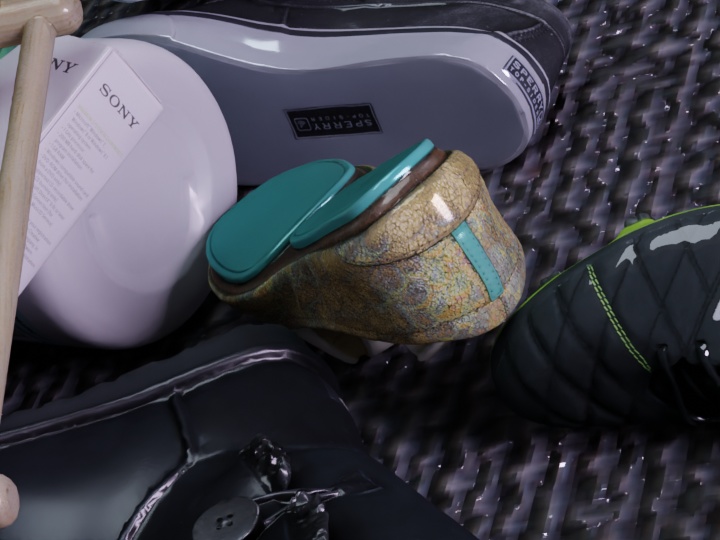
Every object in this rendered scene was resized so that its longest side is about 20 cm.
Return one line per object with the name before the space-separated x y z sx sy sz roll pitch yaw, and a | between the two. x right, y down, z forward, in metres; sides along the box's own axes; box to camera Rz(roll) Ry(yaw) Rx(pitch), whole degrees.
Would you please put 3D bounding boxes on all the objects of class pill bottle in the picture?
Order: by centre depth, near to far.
pill bottle | -0.152 -0.032 0.900 0.200 0.111 0.111 5 45 38

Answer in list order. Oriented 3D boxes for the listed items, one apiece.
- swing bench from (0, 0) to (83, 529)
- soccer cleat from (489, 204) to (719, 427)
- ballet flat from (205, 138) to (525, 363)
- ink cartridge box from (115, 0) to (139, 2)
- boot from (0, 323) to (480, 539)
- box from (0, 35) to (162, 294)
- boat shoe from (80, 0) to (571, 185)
swing bench | -0.202 -0.009 0.687 0.200 0.130 0.199 -22 44 25
soccer cleat | 0.131 0.018 0.683 0.200 0.068 0.081 -16 48 16
ballet flat | 0.000 0.000 0.783 0.071 0.071 0.200 -37 9 -16
ink cartridge box | -0.060 -0.126 0.974 0.200 0.047 0.160 -18 -1 41
boot | -0.068 0.101 0.691 0.200 0.076 0.168 -26 29 -9
box | -0.173 -0.002 0.777 0.144 0.036 0.200 18 64 44
boat shoe | -0.018 -0.081 0.908 0.199 0.074 0.068 -2 39 30
